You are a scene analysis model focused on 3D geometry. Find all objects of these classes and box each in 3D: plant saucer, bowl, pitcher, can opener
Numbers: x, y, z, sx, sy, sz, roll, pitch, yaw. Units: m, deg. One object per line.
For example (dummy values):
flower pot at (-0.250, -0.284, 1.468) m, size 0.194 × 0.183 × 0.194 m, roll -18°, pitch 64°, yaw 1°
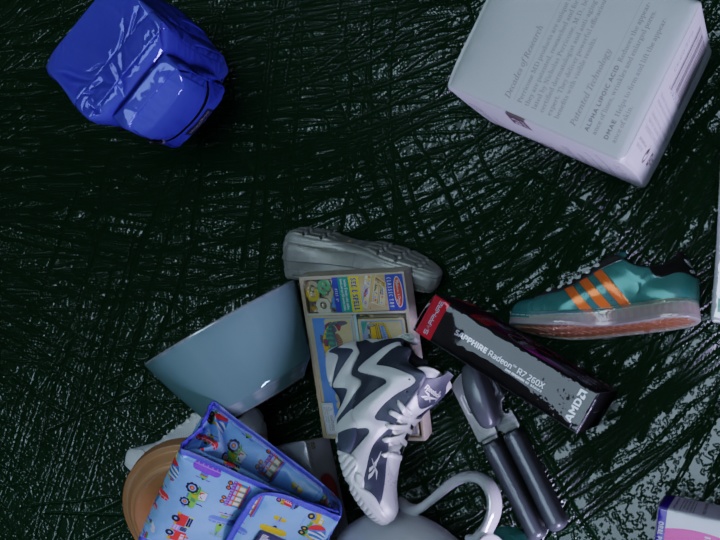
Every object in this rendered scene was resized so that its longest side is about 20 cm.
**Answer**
plant saucer at (-0.192, 0.294, 1.158) m, size 0.199 × 0.032 × 0.202 m, roll 5°, pitch 113°, yaw 11°
bowl at (-0.137, 0.103, 1.127) m, size 0.200 × 0.201 × 0.106 m, roll -30°, pitch 89°, yaw 18°
pitcher at (0.067, 0.296, 1.031) m, size 0.199 × 0.121 × 0.173 m, roll -5°, pitch 75°, yaw 44°
can opener at (0.155, 0.196, 1.051) m, size 0.052 × 0.066 × 0.201 m, roll -32°, pitch 79°, yaw 25°

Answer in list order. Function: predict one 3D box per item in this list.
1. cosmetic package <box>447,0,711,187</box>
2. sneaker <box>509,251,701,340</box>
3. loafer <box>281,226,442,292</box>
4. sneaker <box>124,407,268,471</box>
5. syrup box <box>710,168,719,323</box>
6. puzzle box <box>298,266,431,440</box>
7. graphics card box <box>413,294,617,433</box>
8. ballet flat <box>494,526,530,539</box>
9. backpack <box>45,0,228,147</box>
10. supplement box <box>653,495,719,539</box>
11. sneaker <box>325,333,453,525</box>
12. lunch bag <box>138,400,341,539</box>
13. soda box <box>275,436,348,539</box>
cosmetic package at (0.230, -0.209, 0.999) m, size 0.199 × 0.165 × 0.166 m, roll 28°, pitch 97°, yaw 24°
sneaker at (0.255, 0.026, 1.024) m, size 0.198 × 0.071 × 0.081 m, roll -6°, pitch 70°, yaw 24°
loafer at (0.000, 0.000, 1.138) m, size 0.199 × 0.070 × 0.070 m, roll 14°, pitch 108°, yaw 23°
sneaker at (-0.200, 0.210, 1.204) m, size 0.198 × 0.078 × 0.100 m, roll -8°, pitch 75°, yaw 14°
syrup box at (0.395, -0.046, 0.958) m, size 0.078 × 0.081 × 0.202 m, roll 4°, pitch 88°, yaw 23°
puzzle box at (0.006, 0.098, 1.109) m, size 0.132 × 0.025 × 0.202 m, roll -4°, pitch 103°, yaw 23°
graphics card box at (0.165, 0.096, 1.020) m, size 0.199 × 0.125 × 0.051 m, roll 33°, pitch 97°, yaw 23°
ballet flat at (0.184, 0.368, 1.016) m, size 0.067 × 0.070 × 0.201 m, roll -31°, pitch 74°, yaw 17°
backpack at (-0.258, -0.236, 1.198) m, size 0.162 × 0.200 × 0.168 m, roll -41°, pitch 81°, yaw 12°
supplement box at (0.382, 0.289, 0.921) m, size 0.198 × 0.103 × 0.102 m, roll 7°, pitch 87°, yaw 22°
sneaker at (0.044, 0.157, 1.027) m, size 0.129 × 0.079 × 0.200 m, roll -21°, pitch 57°, yaw 18°
lunch bag at (-0.117, 0.265, 1.055) m, size 0.199 × 0.094 × 0.151 m, roll 28°, pitch 119°, yaw 1°
soda box at (-0.055, 0.300, 1.127) m, size 0.063 × 0.068 × 0.202 m, roll -18°, pitch 78°, yaw 22°
